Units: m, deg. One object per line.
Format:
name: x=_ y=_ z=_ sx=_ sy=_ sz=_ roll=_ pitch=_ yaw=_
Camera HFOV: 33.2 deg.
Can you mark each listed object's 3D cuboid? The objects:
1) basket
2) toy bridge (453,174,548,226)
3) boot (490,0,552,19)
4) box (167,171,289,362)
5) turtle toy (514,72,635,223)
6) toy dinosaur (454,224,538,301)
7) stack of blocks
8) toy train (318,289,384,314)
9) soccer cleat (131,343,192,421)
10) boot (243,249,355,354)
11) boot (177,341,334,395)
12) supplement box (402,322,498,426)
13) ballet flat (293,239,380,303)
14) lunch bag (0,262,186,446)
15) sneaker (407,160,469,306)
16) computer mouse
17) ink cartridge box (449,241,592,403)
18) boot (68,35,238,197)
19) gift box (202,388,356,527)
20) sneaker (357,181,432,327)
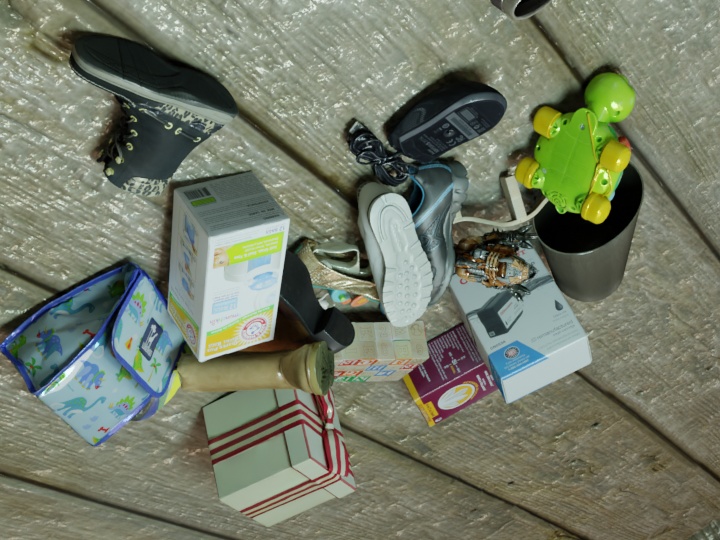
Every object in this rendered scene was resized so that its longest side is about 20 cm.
basket: x=0.335 y=-0.047 z=1.783 sx=0.180 sy=0.136 sz=0.201 roll=-42 pitch=153 yaw=-13
toy bridge: x=0.215 y=-0.100 z=1.686 sx=0.197 sy=0.068 sz=0.027 roll=-19 pitch=-173 yaw=-11
boot: x=0.135 y=-0.319 z=1.274 sx=0.198 sy=0.147 sz=0.070 roll=-31 pitch=148 yaw=7
box: x=-0.166 y=-0.004 z=1.487 sx=0.111 sy=0.102 sz=0.202 roll=-15 pitch=136 yaw=-29
turtle toy: x=0.304 y=-0.167 z=1.614 sx=0.101 sy=0.145 sz=0.202 roll=-20 pitch=135 yaw=-51
toy dinosaur: x=0.173 y=-0.020 z=1.671 sx=0.134 sy=0.200 sz=0.103 roll=0 pitch=121 yaw=-39
stack of blocks: x=-0.012 y=0.122 z=1.795 sx=0.197 sy=0.059 sz=0.115 roll=0 pitch=159 yaw=-25
toy train: x=0.026 y=0.042 z=1.753 sx=0.197 sy=0.056 sz=0.151 roll=-4 pitch=139 yaw=-31
soccer cleat: x=-0.263 y=0.132 z=1.687 sx=0.200 sy=0.065 sz=0.084 roll=-45 pitch=172 yaw=17
boot: x=-0.127 y=0.059 z=1.644 sx=0.188 sy=0.069 sz=0.199 roll=42 pitch=140 yaw=-23
boot: x=-0.138 y=0.130 z=1.541 sx=0.197 sy=0.067 sz=0.175 roll=-1 pitch=170 yaw=4
supplement box: x=0.170 y=0.156 z=1.972 sx=0.198 sy=0.086 sz=0.111 roll=-29 pitch=146 yaw=2
ballet flat: x=0.000 y=0.000 z=1.640 sx=0.197 sy=0.071 sz=0.066 roll=10 pitch=124 yaw=-21
lunch bag: x=-0.324 y=0.102 z=1.543 sx=0.200 sy=0.127 sz=0.171 roll=-42 pitch=146 yaw=-11
sneaker: x=0.086 y=-0.051 z=1.626 sx=0.081 sy=0.073 sz=0.203 roll=1 pitch=105 yaw=-23
computer mouse: x=0.087 y=-0.186 z=1.508 sx=0.198 sy=0.053 sz=0.138 roll=-25 pitch=149 yaw=18
ink cartridge box: x=0.236 y=0.073 z=1.808 sx=0.144 sy=0.201 sz=0.084 roll=-26 pitch=144 yaw=0
boot: x=-0.248 y=-0.158 z=1.293 sx=0.202 sy=0.074 sz=0.154 roll=15 pitch=131 yaw=-43
gift box: x=-0.110 y=0.266 z=1.852 sx=0.185 sy=0.187 sz=0.200 roll=-26 pitch=151 yaw=15
sneaker: x=0.040 y=-0.022 z=1.592 sx=0.076 sy=0.080 sz=0.203 roll=-21 pitch=118 yaw=-21
